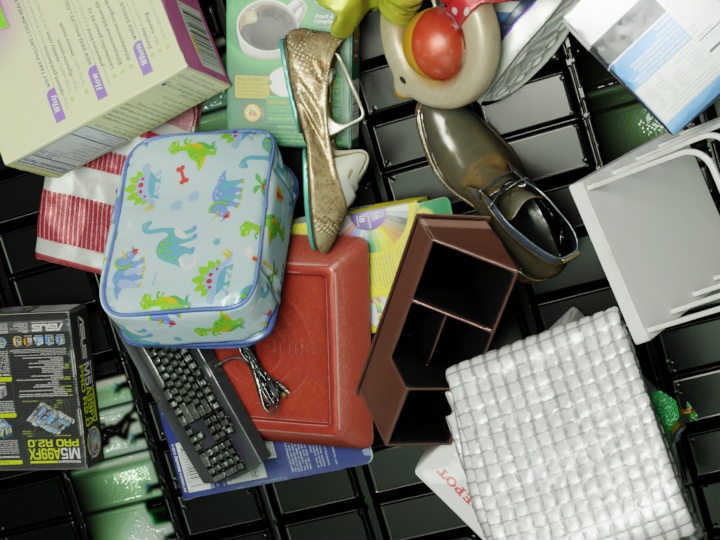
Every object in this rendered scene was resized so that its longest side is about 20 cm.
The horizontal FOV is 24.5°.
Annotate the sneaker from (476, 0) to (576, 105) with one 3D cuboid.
[{"bbox_3d":[0.122,-0.263,1.454,0.146,0.081,0.200,45,119,19],"label":"sneaker"}]

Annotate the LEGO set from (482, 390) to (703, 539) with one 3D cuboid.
[{"bbox_3d":[0.208,0.192,1.420,0.200,0.116,0.154,-23,66,11],"label":"LEGO set"}]

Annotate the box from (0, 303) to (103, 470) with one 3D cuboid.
[{"bbox_3d":[-0.363,0.118,1.649,0.200,0.044,0.160,-3,100,15],"label":"box"}]

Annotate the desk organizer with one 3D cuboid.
[{"bbox_3d":[0.065,0.054,1.438,0.072,0.077,0.200,2,126,-24],"label":"desk organizer"}]

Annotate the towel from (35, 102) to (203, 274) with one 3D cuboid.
[{"bbox_3d":[-0.235,-0.091,1.592,0.144,0.023,0.200,15,103,12],"label":"towel"}]

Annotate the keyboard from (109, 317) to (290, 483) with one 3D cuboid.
[{"bbox_3d":[-0.143,0.094,1.527,0.127,0.021,0.200,-30,90,23],"label":"keyboard"}]

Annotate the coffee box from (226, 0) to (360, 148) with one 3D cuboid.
[{"bbox_3d":[-0.060,-0.213,1.515,0.123,0.044,0.200,2,101,13],"label":"coffee box"}]

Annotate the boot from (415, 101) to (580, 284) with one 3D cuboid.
[{"bbox_3d":[0.126,-0.080,1.456,0.075,0.097,0.200,-37,95,-14],"label":"boot"}]

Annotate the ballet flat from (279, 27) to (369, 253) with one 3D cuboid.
[{"bbox_3d":[-0.026,-0.116,1.464,0.065,0.071,0.200,-8,97,4],"label":"ballet flat"}]

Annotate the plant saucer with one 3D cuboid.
[{"bbox_3d":[-0.089,0.066,1.531,0.199,0.037,0.200,3,101,20],"label":"plant saucer"}]

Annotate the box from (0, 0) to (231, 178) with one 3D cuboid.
[{"bbox_3d":[-0.248,-0.208,1.514,0.200,0.097,0.176,-26,77,16],"label":"box"}]

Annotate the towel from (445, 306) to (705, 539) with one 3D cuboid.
[{"bbox_3d":[0.168,0.150,1.338,0.166,0.086,0.200,-23,67,14],"label":"towel"}]

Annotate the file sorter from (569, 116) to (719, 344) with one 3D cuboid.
[{"bbox_3d":[0.290,-0.050,1.360,0.124,0.200,0.139,-21,94,39],"label":"file sorter"}]

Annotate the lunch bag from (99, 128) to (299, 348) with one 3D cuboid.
[{"bbox_3d":[-0.146,-0.029,1.480,0.161,0.082,0.200,-4,58,15],"label":"lunch bag"}]

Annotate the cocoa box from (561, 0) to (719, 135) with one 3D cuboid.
[{"bbox_3d":[0.263,-0.206,1.355,0.133,0.200,0.131,-44,88,16],"label":"cocoa box"}]

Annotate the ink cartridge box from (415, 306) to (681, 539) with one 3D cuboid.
[{"bbox_3d":[0.170,0.157,1.502,0.145,0.084,0.200,45,107,2],"label":"ink cartridge box"}]

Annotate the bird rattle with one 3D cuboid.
[{"bbox_3d":[0.072,-0.220,1.417,0.200,0.113,0.163,2,112,39],"label":"bird rattle"}]

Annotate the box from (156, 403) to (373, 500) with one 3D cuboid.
[{"bbox_3d":[-0.091,0.143,1.592,0.200,0.032,0.121,-12,97,17],"label":"box"}]

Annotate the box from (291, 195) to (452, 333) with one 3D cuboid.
[{"bbox_3d":[0.000,0.000,1.537,0.200,0.048,0.117,-9,98,18],"label":"box"}]
